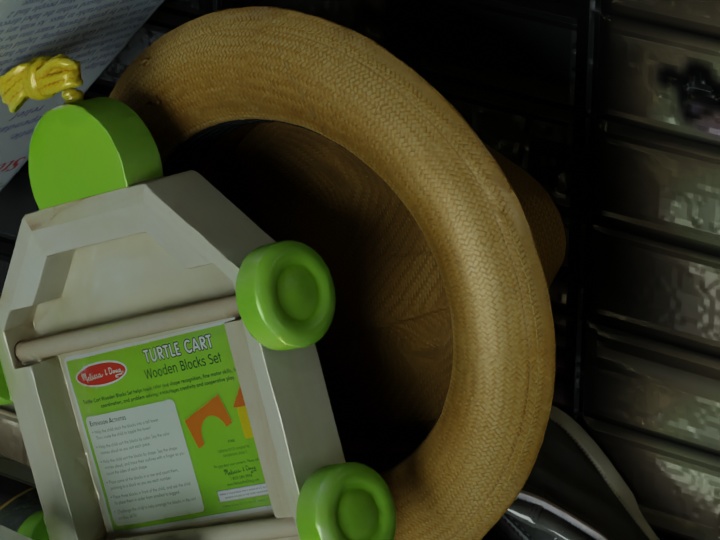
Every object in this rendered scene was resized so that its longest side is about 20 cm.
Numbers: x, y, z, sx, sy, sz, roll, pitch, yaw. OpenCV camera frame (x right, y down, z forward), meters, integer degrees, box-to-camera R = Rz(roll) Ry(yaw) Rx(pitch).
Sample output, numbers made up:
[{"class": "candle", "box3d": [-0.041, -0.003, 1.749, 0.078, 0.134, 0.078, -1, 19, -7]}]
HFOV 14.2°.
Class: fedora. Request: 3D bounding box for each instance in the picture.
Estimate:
[{"class": "fedora", "box3d": [0.000, 0.000, 0.926, 0.200, 0.082, 0.202, 20, 121, 38]}]

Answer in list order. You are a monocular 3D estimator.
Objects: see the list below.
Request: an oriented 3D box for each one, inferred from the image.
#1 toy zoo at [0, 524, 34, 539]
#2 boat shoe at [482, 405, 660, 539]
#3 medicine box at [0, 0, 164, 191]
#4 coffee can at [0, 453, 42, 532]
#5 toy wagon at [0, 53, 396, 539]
[{"class": "toy zoo", "box3d": [-0.089, 0.170, 0.930, 0.131, 0.020, 0.201, 32, 123, 20]}, {"class": "boat shoe", "box3d": [0.097, 0.130, 0.946, 0.200, 0.057, 0.067, 46, 130, 7]}, {"class": "medicine box", "box3d": [-0.174, -0.119, 0.959, 0.200, 0.103, 0.183, -43, 74, 41]}, {"class": "coffee can", "box3d": [-0.079, 0.159, 1.025, 0.199, 0.146, 0.147, 16, 121, 28]}, {"class": "toy wagon", "box3d": [-0.064, 0.028, 0.907, 0.155, 0.039, 0.201, -12, 93, 46]}]
